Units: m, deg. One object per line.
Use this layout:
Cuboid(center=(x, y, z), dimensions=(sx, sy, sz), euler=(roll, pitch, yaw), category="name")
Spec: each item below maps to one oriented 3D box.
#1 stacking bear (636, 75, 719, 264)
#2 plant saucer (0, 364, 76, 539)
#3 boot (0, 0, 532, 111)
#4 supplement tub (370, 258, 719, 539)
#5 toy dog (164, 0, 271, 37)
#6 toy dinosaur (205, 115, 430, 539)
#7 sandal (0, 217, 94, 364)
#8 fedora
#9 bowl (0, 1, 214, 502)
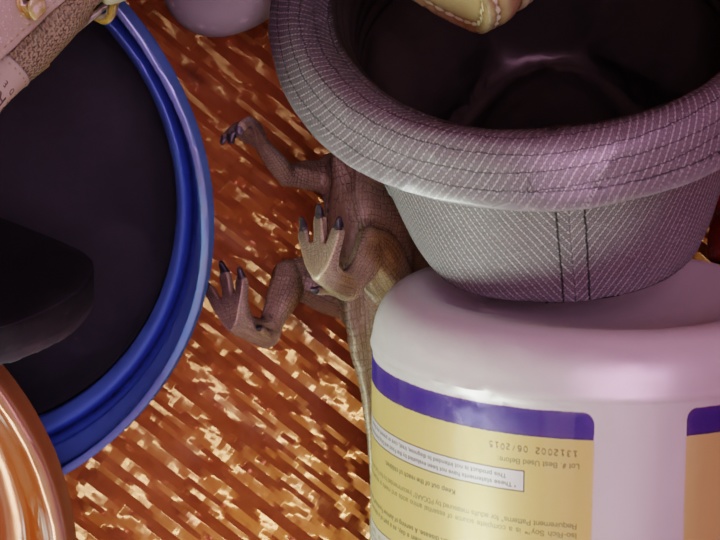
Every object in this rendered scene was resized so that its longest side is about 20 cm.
Cuboid(center=(0.173, -0.009, 0.827), dimensions=(0.114, 0.121, 0.200), euler=(-34, 86, -5), category="stacking bear")
Cuboid(center=(-0.190, 0.087, 0.768), dimensions=(0.199, 0.032, 0.201), euler=(2, 106, 6), category="plant saucer")
Cuboid(center=(-0.061, -0.095, 0.694), dimensions=(0.200, 0.072, 0.155), euler=(35, 71, 6), category="boot")
Cuboid(center=(0.075, 0.103, 0.776), dimensions=(0.145, 0.145, 0.201), euler=(-2, 103, -10), category="supplement tub")
Cuboid(center=(-0.072, -0.186, 0.798), dimensions=(0.131, 0.096, 0.201), euler=(7, 102, 3), category="toy dog")
Cuboid(center=(0.000, 0.000, 0.804), dimensions=(0.101, 0.058, 0.201), euler=(2, 85, -53), category="toy dinosaur")
Cuboid(center=(-0.176, -0.023, 0.710), dimensions=(0.199, 0.076, 0.043), euler=(20, 123, 1), category="sandal")
Cuboid(center=(0.062, -0.060, 0.766), dimensions=(0.176, 0.200, 0.091), euler=(-10, 129, -3), category="fedora")
Cuboid(center=(-0.145, -0.022, 0.771), dimensions=(0.200, 0.039, 0.202), euler=(1, 105, 5), category="bowl")
